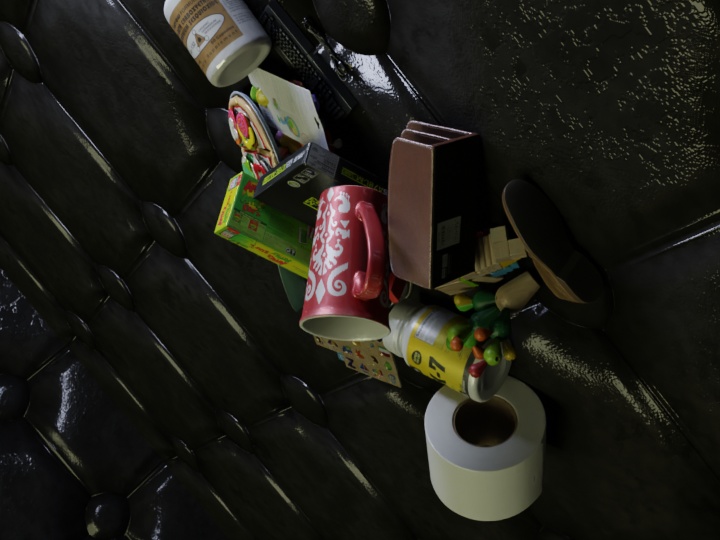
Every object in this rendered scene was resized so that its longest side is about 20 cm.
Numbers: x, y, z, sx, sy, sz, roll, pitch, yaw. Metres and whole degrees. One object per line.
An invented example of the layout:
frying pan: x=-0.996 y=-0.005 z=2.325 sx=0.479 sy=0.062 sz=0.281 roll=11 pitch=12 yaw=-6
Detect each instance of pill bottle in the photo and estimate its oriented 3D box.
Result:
pill bottle: x=-0.234 y=-0.392 z=1.527 sx=0.201 sy=0.114 sz=0.114 roll=54 pitch=150 yaw=5
pill bottle: x=0.140 y=0.125 z=1.646 sx=0.198 sy=0.114 sz=0.115 roll=24 pitch=143 yaw=35

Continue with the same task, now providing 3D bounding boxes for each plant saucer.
plant saucer: x=-0.119 y=-0.030 z=1.786 sx=0.200 sy=0.035 sz=0.204 roll=-14 pitch=-90 yaw=-85

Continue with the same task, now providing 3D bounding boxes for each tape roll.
tape roll: x=0.208 y=0.290 z=1.659 sx=0.201 sy=0.202 sz=0.141 roll=27 pitch=144 yaw=31

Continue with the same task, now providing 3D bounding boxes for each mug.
mug: x=0.001 y=-0.014 z=1.457 sx=0.176 sy=0.204 sz=0.133 roll=-13 pitch=154 yaw=40

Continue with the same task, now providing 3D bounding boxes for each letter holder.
letter holder: x=0.082 y=-0.098 z=1.419 sx=0.141 sy=0.100 sz=0.203 roll=20 pitch=119 yaw=41

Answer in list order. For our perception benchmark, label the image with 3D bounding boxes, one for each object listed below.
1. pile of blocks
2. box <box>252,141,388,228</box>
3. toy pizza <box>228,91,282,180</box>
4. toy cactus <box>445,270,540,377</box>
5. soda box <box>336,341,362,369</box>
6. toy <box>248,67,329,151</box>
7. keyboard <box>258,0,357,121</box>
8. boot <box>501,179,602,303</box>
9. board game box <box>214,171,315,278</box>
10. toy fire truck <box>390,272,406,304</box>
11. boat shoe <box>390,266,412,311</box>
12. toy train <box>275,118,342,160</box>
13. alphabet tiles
pile of blocks: x=0.183 y=-0.022 z=1.490 sx=0.199 sy=0.081 sz=0.063 roll=-29 pitch=62 yaw=51
box: x=-0.045 y=-0.116 z=1.589 sx=0.198 sy=0.048 sz=0.192 roll=26 pitch=154 yaw=-23
toy pizza: x=-0.183 y=-0.205 z=1.701 sx=0.201 sy=0.031 sz=0.202 roll=54 pitch=160 yaw=29
toy cactus: x=0.199 y=0.073 z=1.476 sx=0.102 sy=0.165 sz=0.200 roll=47 pitch=-169 yaw=-12
soda box: x=-0.019 y=0.082 z=1.842 sx=0.064 sy=0.068 sz=0.202 roll=20 pitch=139 yaw=37
toy: x=-0.104 y=-0.262 z=1.570 sx=0.199 sy=0.047 sz=0.116 roll=29 pitch=147 yaw=46
keyboard: x=-0.076 y=-0.319 z=1.509 sx=0.201 sy=0.021 sz=0.127 roll=50 pitch=150 yaw=-4
boot: x=0.247 y=-0.034 z=1.378 sx=0.201 sy=0.073 sz=0.075 roll=53 pitch=159 yaw=-12
board game box: x=-0.137 y=-0.071 z=1.669 sx=0.198 sy=0.103 sz=0.047 roll=27 pitch=153 yaw=-27
toy fire truck: x=0.000 y=0.000 z=1.631 sx=0.198 sy=0.049 sz=0.142 roll=-15 pitch=126 yaw=39
boat shoe: x=0.037 y=0.045 z=1.735 sx=0.072 sy=0.063 sz=0.201 roll=40 pitch=149 yaw=13
toy train: x=-0.085 y=-0.161 z=1.665 sx=0.149 sy=0.056 sz=0.202 roll=23 pitch=141 yaw=37
alphabet tiles: x=-0.019 y=0.123 z=1.817 sx=0.198 sy=0.008 sz=0.169 roll=17 pitch=138 yaw=38
